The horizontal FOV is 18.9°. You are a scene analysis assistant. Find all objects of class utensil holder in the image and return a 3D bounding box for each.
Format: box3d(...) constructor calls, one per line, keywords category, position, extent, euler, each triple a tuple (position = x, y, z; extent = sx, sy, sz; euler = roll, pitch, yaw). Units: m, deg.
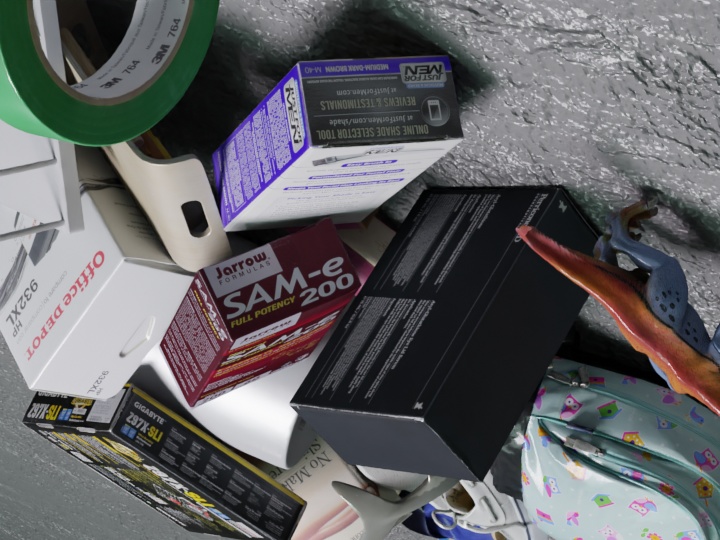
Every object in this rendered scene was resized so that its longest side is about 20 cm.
box3d(category="utensil holder", position=(-0.115, 0.052, 1.793), extent=(0.200, 0.170, 0.170), euler=(24, 156, 10))

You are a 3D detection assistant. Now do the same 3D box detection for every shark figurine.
box3d(category="shark figurine", position=(0.066, 0.119, 1.588), extent=(0.128, 0.215, 0.090), euler=(13, 154, 12))

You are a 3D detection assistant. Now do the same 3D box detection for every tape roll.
box3d(category="tape roll", position=(-0.169, -0.179, 1.347), extent=(0.048, 0.200, 0.200), euler=(14, 151, 37))

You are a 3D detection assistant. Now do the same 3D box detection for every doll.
box3d(category="doll", position=(0.073, 0.232, 2.065), extent=(0.200, 0.048, 0.136), euler=(10, 157, 40))

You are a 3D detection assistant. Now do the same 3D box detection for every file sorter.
box3d(category="file sorter", position=(-0.296, -0.123, 1.563), extent=(0.139, 0.124, 0.200), euler=(22, 122, 54))

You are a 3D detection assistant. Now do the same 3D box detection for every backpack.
box3d(category="backpack", position=(0.200, 0.148, 1.649), extent=(0.200, 0.127, 0.167), euler=(20, 151, 18))

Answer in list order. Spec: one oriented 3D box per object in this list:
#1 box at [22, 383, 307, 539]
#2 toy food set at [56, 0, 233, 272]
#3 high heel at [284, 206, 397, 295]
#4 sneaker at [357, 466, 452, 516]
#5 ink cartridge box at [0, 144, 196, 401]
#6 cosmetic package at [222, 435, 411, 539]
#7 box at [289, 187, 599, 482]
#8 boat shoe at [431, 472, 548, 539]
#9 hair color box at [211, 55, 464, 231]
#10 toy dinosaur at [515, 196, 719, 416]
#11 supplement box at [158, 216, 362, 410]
box3d(category="box", position=(-0.166, 0.161, 1.817), extent=(0.200, 0.049, 0.160), euler=(37, 157, -28))
box3d(category="toy food set", position=(-0.158, -0.107, 1.580), extent=(0.200, 0.060, 0.144), euler=(53, 168, 29))
box3d(category="high heel", position=(0.000, 0.000, 1.664), extent=(0.096, 0.067, 0.200), euler=(2, 141, 42))
box3d(category="sneaker", position=(0.030, 0.156, 1.935), extent=(0.200, 0.075, 0.088), euler=(41, 175, -39))
box3d(category="ink cartridge box", position=(-0.226, -0.021, 1.681), extent=(0.084, 0.145, 0.200), euler=(11, -144, -45))
box3d(category="cosmetic package", position=(-0.058, 0.171, 1.927), extent=(0.200, 0.103, 0.087), euler=(52, -169, 6))
box3d(category="box", position=(0.064, 0.041, 1.504), extent=(0.141, 0.200, 0.079), euler=(0, 141, 51))
box3d(category="boat shoe", position=(0.100, 0.193, 1.881), extent=(0.075, 0.086, 0.202), euler=(60, 179, 42))
box3d(category="hair color box", position=(-0.020, -0.084, 1.470), extent=(0.109, 0.065, 0.200), euler=(-5, 169, -22))
box3d(category="toy dinosaur", position=(0.200, 0.054, 1.426), extent=(0.105, 0.200, 0.182), euler=(-51, 53, 57))
box3d(category="supplement box", position=(-0.077, 0.035, 1.598), extent=(0.061, 0.109, 0.200), euler=(63, 161, 11))
